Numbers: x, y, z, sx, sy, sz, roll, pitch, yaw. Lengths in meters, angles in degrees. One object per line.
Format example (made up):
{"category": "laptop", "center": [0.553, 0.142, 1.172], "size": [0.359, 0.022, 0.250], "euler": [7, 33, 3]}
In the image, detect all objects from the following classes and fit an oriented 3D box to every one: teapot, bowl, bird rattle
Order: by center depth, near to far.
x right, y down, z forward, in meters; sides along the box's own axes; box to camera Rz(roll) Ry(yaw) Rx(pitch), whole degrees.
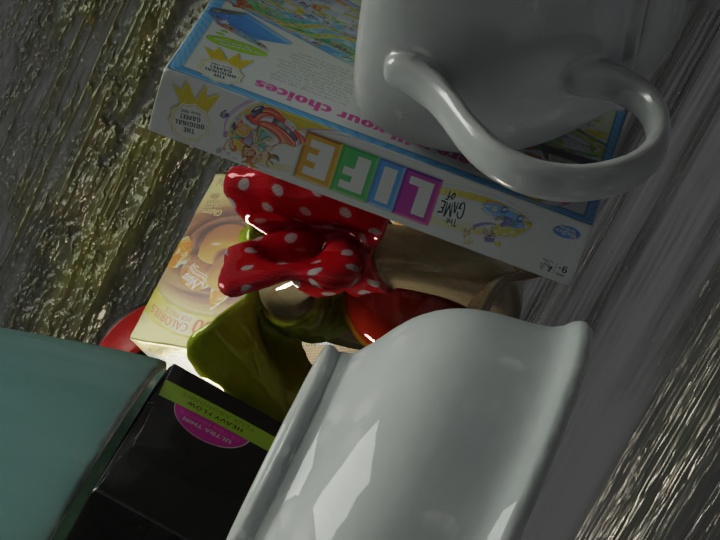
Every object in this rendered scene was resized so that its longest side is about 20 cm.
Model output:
{"category": "bowl", "center": [0.005, 0.091, 1.053], "size": [0.202, 0.090, 0.201], "euler": [-63, 2, 5]}
{"category": "teapot", "center": [0.084, -0.132, 1.162], "size": [0.197, 0.145, 0.201], "euler": [-10, -67, -84]}
{"category": "bird rattle", "center": [0.000, 0.000, 1.336], "size": [0.200, 0.162, 0.113], "euler": [121, 154, -59]}
{"category": "bowl", "center": [-0.188, 0.107, 1.356], "size": [0.201, 0.105, 0.201], "euler": [-60, -1, -1]}

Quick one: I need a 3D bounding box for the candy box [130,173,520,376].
{"category": "candy box", "center": [-0.019, 0.013, 1.505], "size": [0.199, 0.055, 0.116], "euler": [7, 61, 40]}

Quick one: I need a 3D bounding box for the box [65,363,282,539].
{"category": "box", "center": [-0.083, 0.179, 1.337], "size": [0.200, 0.148, 0.124], "euler": [-62, 0, 31]}

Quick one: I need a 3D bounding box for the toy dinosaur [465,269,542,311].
{"category": "toy dinosaur", "center": [0.034, 0.054, 1.240], "size": [0.201, 0.060, 0.106], "euler": [-64, 0, -22]}

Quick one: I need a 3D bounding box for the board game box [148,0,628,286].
{"category": "board game box", "center": [0.018, -0.072, 1.253], "size": [0.135, 0.199, 0.034], "euler": [-65, -5, -58]}

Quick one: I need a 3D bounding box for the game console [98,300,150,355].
{"category": "game console", "center": [-0.076, 0.063, 1.670], "size": [0.199, 0.031, 0.177], "euler": [-14, -31, -27]}
